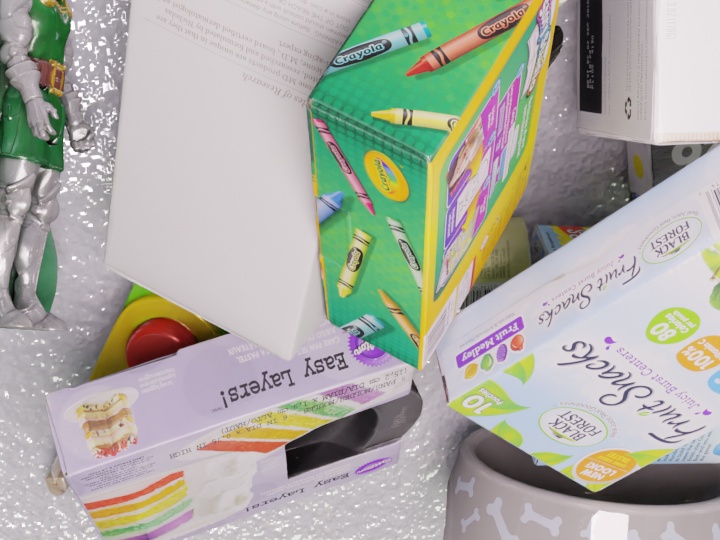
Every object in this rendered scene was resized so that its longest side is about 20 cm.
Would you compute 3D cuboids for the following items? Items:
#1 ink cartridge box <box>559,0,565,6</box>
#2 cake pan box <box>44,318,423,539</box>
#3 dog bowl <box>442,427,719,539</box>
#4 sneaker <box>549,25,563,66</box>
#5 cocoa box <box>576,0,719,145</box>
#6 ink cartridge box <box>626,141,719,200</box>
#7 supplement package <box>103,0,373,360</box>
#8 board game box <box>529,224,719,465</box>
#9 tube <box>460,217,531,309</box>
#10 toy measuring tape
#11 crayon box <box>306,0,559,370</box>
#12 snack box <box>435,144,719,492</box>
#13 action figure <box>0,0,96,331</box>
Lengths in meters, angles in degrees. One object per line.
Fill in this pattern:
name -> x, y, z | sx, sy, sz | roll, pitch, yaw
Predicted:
ink cartridge box -> 0.077, -0.237, 0.609 | 0.145, 0.048, 0.201 | -37, 80, 34
cake pan box -> -0.064, 0.090, 0.792 | 0.198, 0.053, 0.185 | -17, 159, -11
dog bowl -> 0.144, 0.142, 0.856 | 0.197, 0.200, 0.060 | 1, 100, -15
sneaker -> 0.042, -0.169, 0.724 | 0.097, 0.071, 0.202 | -36, 111, -14
cocoa box -> 0.185, -0.166, 0.687 | 0.129, 0.133, 0.203 | -2, 99, -7
ink cartridge box -> 0.253, -0.111, 0.825 | 0.195, 0.047, 0.202 | -15, 119, -6
supplement package -> -0.039, -0.082, 0.678 | 0.116, 0.117, 0.202 | 25, 129, 13
board game box -> 0.197, 0.046, 0.854 | 0.197, 0.104, 0.106 | 2, 130, -16
tube -> 0.000, 0.000, 0.822 | 0.197, 0.052, 0.059 | -5, 78, -1
toy measuring tape -> -0.120, 0.066, 0.812 | 0.073, 0.074, 0.201 | 17, 120, -22
crayon box -> 0.033, -0.053, 0.628 | 0.058, 0.119, 0.201 | 26, 156, 14
snack box -> 0.155, 0.027, 0.697 | 0.199, 0.053, 0.142 | -33, 135, 26
action figure -> -0.164, -0.072, 0.695 | 0.054, 0.118, 0.203 | 2, 87, 9
